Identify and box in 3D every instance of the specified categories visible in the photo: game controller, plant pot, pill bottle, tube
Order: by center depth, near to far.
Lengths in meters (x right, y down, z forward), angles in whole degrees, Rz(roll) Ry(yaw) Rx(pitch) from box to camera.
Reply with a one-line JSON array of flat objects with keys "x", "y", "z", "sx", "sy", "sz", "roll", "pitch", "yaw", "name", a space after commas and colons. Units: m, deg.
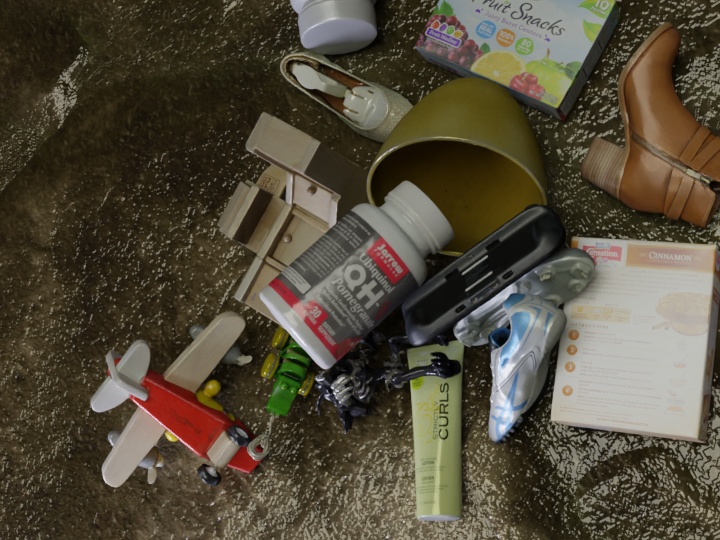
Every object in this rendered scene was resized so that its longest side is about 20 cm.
[{"x": 0.127, "y": 0.005, "z": 1.192, "sx": 0.200, "sy": 0.042, "sz": 0.104, "roll": -37, "pitch": 26, "yaw": 14, "name": "game controller"}, {"x": 0.000, "y": 0.000, "z": 1.203, "sx": 0.200, "sy": 0.111, "sz": 0.111, "roll": -42, "pitch": 67, "yaw": -6, "name": "pill bottle"}, {"x": 0.117, "y": -0.132, "z": 1.276, "sx": 0.199, "sy": 0.200, "sz": 0.142, "roll": -2, "pitch": 52, "yaw": 21, "name": "plant pot"}, {"x": 0.085, "y": 0.180, "z": 1.285, "sx": 0.058, "sy": 0.052, "sz": 0.201, "roll": 3, "pitch": 72, "yaw": -7, "name": "tube"}, {"x": -0.037, "y": -0.382, "z": 1.415, "sx": 0.113, "sy": 0.114, "sz": 0.201, "roll": -12, "pitch": 75, "yaw": 19, "name": "pill bottle"}]

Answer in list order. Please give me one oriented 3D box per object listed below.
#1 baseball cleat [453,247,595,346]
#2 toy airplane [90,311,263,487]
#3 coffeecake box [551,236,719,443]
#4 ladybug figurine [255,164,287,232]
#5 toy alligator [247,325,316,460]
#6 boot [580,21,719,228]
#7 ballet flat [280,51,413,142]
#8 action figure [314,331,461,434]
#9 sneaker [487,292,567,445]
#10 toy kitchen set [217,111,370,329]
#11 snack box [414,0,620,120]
[{"x": 0.172, "y": 0.006, "z": 1.236, "sx": 0.200, "sy": 0.070, "sz": 0.107, "roll": -33, "pitch": 34, "yaw": 39, "name": "baseball cleat"}, {"x": -0.223, "y": 0.156, "z": 1.361, "sx": 0.199, "sy": 0.141, "sz": 0.200, "roll": -8, "pitch": 103, "yaw": -1, "name": "toy airplane"}, {"x": 0.295, "y": 0.072, "z": 1.209, "sx": 0.153, "sy": 0.073, "sz": 0.201, "roll": 5, "pitch": 81, "yaw": 24, "name": "coffeecake box"}, {"x": -0.041, "y": -0.067, "z": 1.372, "sx": 0.200, "sy": 0.072, "sz": 0.136, "roll": 28, "pitch": 91, "yaw": 24, "name": "ladybug figurine"}, {"x": -0.083, "y": 0.125, "z": 1.328, "sx": 0.059, "sy": 0.054, "sz": 0.201, "roll": 26, "pitch": 61, "yaw": -13, "name": "toy alligator"}, {"x": 0.346, "y": -0.156, "z": 1.233, "sx": 0.155, "sy": 0.077, "sz": 0.201, "roll": 27, "pitch": 92, "yaw": 26, "name": "boot"}, {"x": -0.019, "y": -0.212, "z": 1.398, "sx": 0.200, "sy": 0.062, "sz": 0.068, "roll": 30, "pitch": 106, "yaw": 25, "name": "ballet flat"}, {"x": 0.009, "y": 0.108, "z": 1.292, "sx": 0.199, "sy": 0.102, "sz": 0.119, "roll": -23, "pitch": 51, "yaw": 28, "name": "action figure"}, {"x": 0.166, "y": 0.105, "z": 1.214, "sx": 0.072, "sy": 0.072, "sz": 0.201, "roll": 29, "pitch": 132, "yaw": 22, "name": "sneaker"}, {"x": -0.116, "y": -0.066, "z": 1.265, "sx": 0.163, "sy": 0.180, "sz": 0.201, "roll": 30, "pitch": 92, "yaw": 25, "name": "toy kitchen set"}, {"x": 0.184, "y": -0.282, "z": 1.339, "sx": 0.200, "sy": 0.053, "sz": 0.143, "roll": 28, "pitch": 89, "yaw": 24, "name": "snack box"}]
